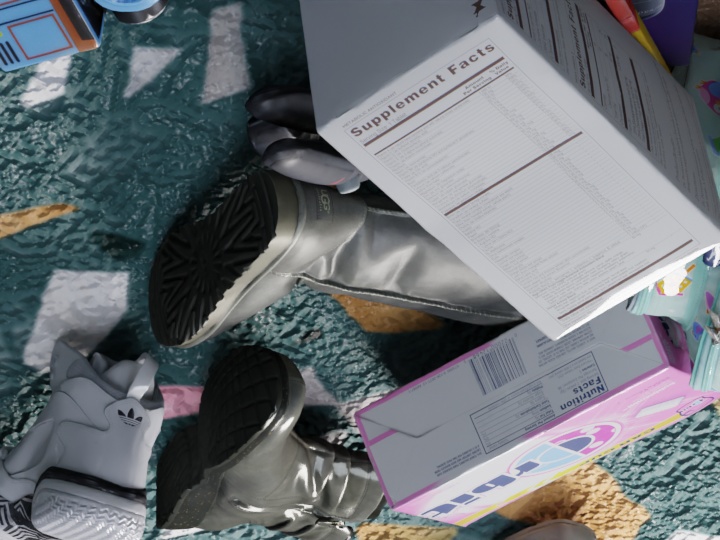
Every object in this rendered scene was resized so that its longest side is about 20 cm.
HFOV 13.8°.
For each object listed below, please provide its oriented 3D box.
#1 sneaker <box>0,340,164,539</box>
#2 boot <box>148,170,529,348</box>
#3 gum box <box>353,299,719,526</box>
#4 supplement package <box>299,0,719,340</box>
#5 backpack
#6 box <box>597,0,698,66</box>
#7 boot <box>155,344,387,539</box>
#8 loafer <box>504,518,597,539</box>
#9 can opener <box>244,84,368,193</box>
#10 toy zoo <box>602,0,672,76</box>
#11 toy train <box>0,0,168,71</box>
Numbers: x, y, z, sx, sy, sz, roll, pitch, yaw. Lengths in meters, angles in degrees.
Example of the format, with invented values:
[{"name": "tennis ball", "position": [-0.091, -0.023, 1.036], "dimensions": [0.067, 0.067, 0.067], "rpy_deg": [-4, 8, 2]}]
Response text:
[{"name": "sneaker", "position": [-0.176, 0.110, 1.769], "dimensions": [0.075, 0.115, 0.200], "rpy_deg": [24, 160, -26]}, {"name": "boot", "position": [0.000, 0.002, 1.698], "dimensions": [0.200, 0.073, 0.182], "rpy_deg": [3, 159, -34]}, {"name": "gum box", "position": [0.112, 0.076, 1.745], "dimensions": [0.200, 0.066, 0.113], "rpy_deg": [-28, 160, 18]}, {"name": "supplement package", "position": [0.076, -0.078, 1.466], "dimensions": [0.114, 0.110, 0.200], "rpy_deg": [-31, 131, 22]}, {"name": "backpack", "position": [0.224, -0.024, 1.630], "dimensions": [0.153, 0.176, 0.200], "rpy_deg": [5, 135, 11]}, {"name": "box", "position": [0.074, -0.178, 1.530], "dimensions": [0.200, 0.079, 0.141], "rpy_deg": [-3, 130, -5]}, {"name": "boot", "position": [-0.036, 0.107, 1.779], "dimensions": [0.131, 0.068, 0.200], "rpy_deg": [8, 151, -20]}, {"name": "loafer", "position": [0.087, 0.237, 1.921], "dimensions": [0.070, 0.070, 0.200], "rpy_deg": [22, 126, -26]}, {"name": "can opener", "position": [-0.023, -0.068, 1.556], "dimensions": [0.079, 0.200, 0.063], "rpy_deg": [-28, 90, 9]}, {"name": "toy zoo", "position": [0.080, -0.110, 1.528], "dimensions": [0.131, 0.020, 0.200], "rpy_deg": [-23, 134, 15]}, {"name": "toy train", "position": [-0.168, -0.193, 1.478], "dimensions": [0.114, 0.087, 0.200], "rpy_deg": [-15, 133, 15]}]
